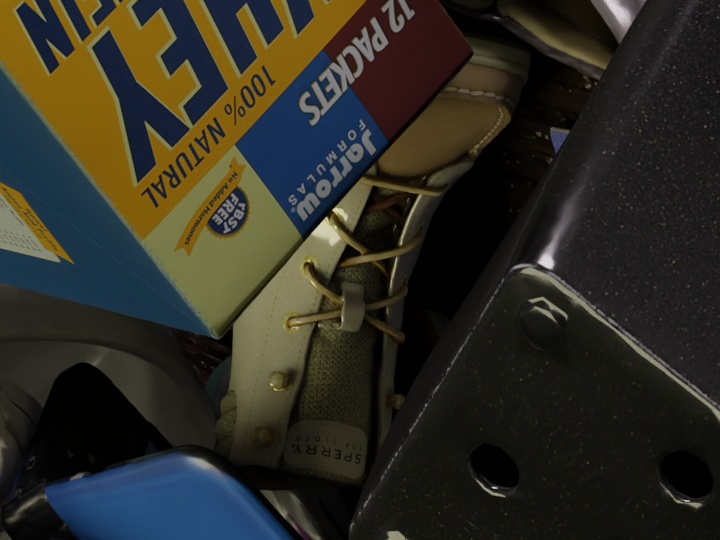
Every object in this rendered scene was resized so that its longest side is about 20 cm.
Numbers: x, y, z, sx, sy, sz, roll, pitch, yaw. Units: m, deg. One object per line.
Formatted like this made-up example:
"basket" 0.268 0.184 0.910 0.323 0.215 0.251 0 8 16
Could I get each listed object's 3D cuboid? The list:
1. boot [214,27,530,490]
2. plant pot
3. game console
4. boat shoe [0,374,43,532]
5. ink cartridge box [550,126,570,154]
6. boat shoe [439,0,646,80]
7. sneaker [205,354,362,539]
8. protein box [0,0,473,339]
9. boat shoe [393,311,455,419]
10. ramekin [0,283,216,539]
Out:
"boot" 0.000 0.000 1.072 0.200 0.072 0.155 150 131 -65
"plant pot" 0.112 0.035 0.832 0.200 0.177 0.200 40 134 10
"game console" -0.026 0.119 1.118 0.118 0.171 0.200 -33 110 21
"boat shoe" -0.164 0.067 1.121 0.200 0.073 0.065 63 -167 -61
"ink cartridge box" 0.142 0.058 1.015 0.200 0.047 0.198 13 128 49
"boat shoe" 0.046 -0.118 0.980 0.200 0.065 0.073 30 141 42
"sneaker" 0.011 0.122 1.235 0.140 0.078 0.200 -8 110 59
"protein box" -0.110 -0.103 0.974 0.200 0.135 0.199 11 144 54
"boat shoe" 0.069 0.102 1.130 0.073 0.065 0.200 117 138 -54
"ramekin" -0.169 0.052 1.251 0.201 0.200 0.098 103 153 -50
